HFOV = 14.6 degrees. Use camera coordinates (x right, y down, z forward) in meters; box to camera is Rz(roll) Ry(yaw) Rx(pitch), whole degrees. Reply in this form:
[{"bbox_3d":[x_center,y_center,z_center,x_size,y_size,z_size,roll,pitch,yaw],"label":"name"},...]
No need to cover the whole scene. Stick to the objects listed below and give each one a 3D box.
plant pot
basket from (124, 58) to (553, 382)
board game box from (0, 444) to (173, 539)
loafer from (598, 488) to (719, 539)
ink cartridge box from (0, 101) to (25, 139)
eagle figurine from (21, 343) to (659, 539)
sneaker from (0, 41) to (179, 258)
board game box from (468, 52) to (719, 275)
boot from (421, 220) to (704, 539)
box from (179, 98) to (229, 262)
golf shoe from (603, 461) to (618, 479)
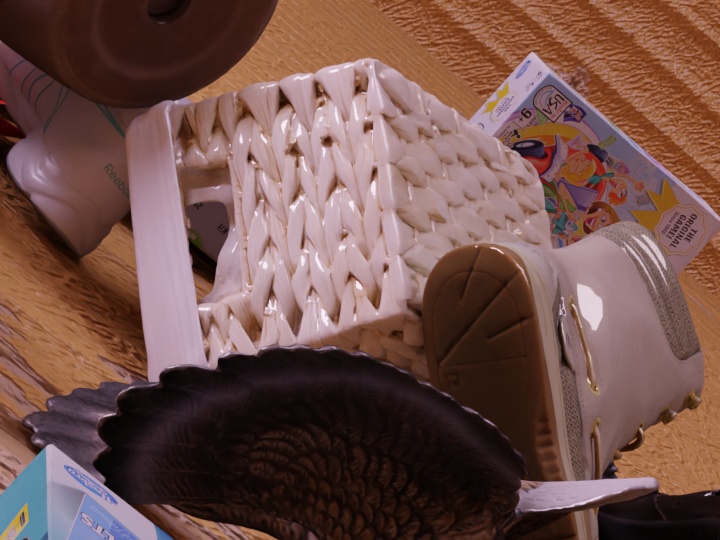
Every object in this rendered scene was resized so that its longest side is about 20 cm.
[{"bbox_3d":[-0.120,-0.168,1.253,0.200,0.200,0.175,32,15,-48],"label":"plant pot"},{"bbox_3d":[0.000,0.000,1.260,0.200,0.123,0.136,26,52,-59],"label":"basket"},{"bbox_3d":[-0.043,0.144,0.791,0.151,0.047,0.200,39,9,-17],"label":"board game box"},{"bbox_3d":[0.145,0.138,1.324,0.071,0.073,0.200,-15,10,-34],"label":"loafer"},{"bbox_3d":[-0.220,-0.145,1.397,0.200,0.047,0.160,42,9,10],"label":"ink cartridge box"},{"bbox_3d":[-0.006,0.087,0.986,0.200,0.152,0.151,46,29,-8],"label":"eagle figurine"},{"bbox_3d":[-0.126,-0.077,1.340,0.070,0.080,0.200,50,7,-30],"label":"sneaker"},{"bbox_3d":[0.071,0.005,1.452,0.134,0.200,0.034,38,10,-24],"label":"board game box"},{"bbox_3d":[0.093,0.081,1.207,0.155,0.072,0.200,-11,97,-58],"label":"boot"},{"bbox_3d":[-0.080,-0.045,1.518,0.200,0.041,0.156,42,7,-42],"label":"box"},{"bbox_3d":[0.114,0.143,1.466,0.200,0.077,0.088,43,-11,-11],"label":"golf shoe"}]
